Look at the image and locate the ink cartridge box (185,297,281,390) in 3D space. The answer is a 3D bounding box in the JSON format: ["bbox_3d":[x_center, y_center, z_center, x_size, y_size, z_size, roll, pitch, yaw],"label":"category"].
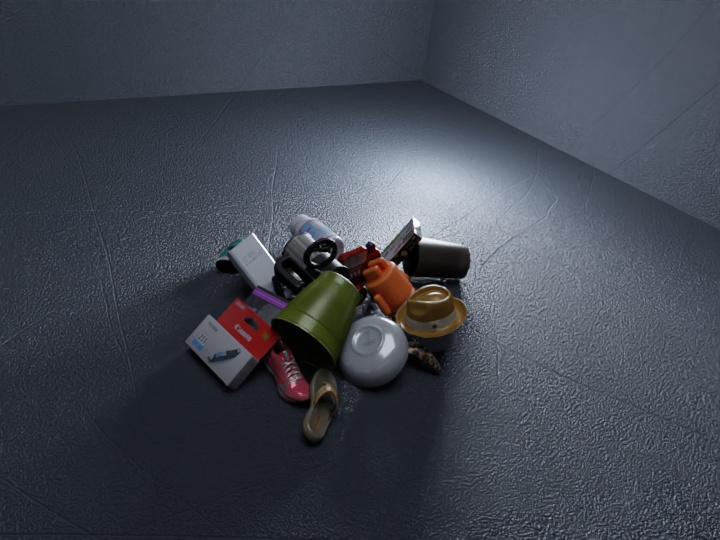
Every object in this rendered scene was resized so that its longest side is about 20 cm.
[{"bbox_3d":[-0.327,0.175,1.433,0.199,0.045,0.177,33,76,32],"label":"ink cartridge box"}]

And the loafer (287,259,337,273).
[{"bbox_3d":[-0.150,-0.018,1.781,0.195,0.073,0.073,-6,66,-11],"label":"loafer"}]

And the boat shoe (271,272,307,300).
[{"bbox_3d":[-0.179,0.059,1.712,0.197,0.074,0.095,0,67,-41],"label":"boat shoe"}]

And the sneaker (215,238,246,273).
[{"bbox_3d":[-0.352,-0.042,1.800,0.195,0.085,0.122,8,43,0],"label":"sneaker"}]

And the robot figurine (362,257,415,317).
[{"bbox_3d":[0.093,0.055,1.678,0.116,0.201,0.144,-36,19,9],"label":"robot figurine"}]

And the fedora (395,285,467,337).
[{"bbox_3d":[0.189,0.097,1.521,0.196,0.083,0.202,-9,31,5],"label":"fedora"}]

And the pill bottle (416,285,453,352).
[{"bbox_3d":[0.217,0.134,1.642,0.106,0.111,0.201,10,33,2],"label":"pill bottle"}]

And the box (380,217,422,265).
[{"bbox_3d":[0.125,-0.071,1.851,0.034,0.200,0.111,32,29,-18],"label":"box"}]

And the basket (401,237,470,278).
[{"bbox_3d":[0.258,-0.039,1.891,0.195,0.139,0.180,6,7,-15],"label":"basket"}]

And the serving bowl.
[{"bbox_3d":[0.025,0.198,1.464,0.196,0.066,0.203,-10,50,12],"label":"serving bowl"}]

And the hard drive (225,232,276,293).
[{"bbox_3d":[-0.301,-0.001,1.681,0.201,0.026,0.132,53,36,-10],"label":"hard drive"}]

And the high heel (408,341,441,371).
[{"bbox_3d":[0.109,0.249,1.512,0.198,0.072,0.143,34,62,15],"label":"high heel"}]

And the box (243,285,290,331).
[{"bbox_3d":[-0.281,0.146,1.510,0.141,0.036,0.201,24,58,25],"label":"box"}]

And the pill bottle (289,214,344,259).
[{"bbox_3d":[-0.153,-0.108,1.901,0.107,0.111,0.199,-20,42,-36],"label":"pill bottle"}]

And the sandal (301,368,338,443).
[{"bbox_3d":[-0.086,0.313,1.328,0.080,0.054,0.202,38,33,-16],"label":"sandal"}]

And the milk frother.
[{"bbox_3d":[-0.138,-0.045,1.589,0.178,0.203,0.188,-9,40,-46],"label":"milk frother"}]

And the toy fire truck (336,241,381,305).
[{"bbox_3d":[0.000,0.000,1.735,0.198,0.171,0.111,-24,45,-39],"label":"toy fire truck"}]

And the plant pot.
[{"bbox_3d":[-0.099,0.113,1.454,0.197,0.202,0.194,24,62,22],"label":"plant pot"}]

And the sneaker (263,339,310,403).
[{"bbox_3d":[-0.186,0.248,1.398,0.073,0.088,0.200,-16,42,-33],"label":"sneaker"}]
